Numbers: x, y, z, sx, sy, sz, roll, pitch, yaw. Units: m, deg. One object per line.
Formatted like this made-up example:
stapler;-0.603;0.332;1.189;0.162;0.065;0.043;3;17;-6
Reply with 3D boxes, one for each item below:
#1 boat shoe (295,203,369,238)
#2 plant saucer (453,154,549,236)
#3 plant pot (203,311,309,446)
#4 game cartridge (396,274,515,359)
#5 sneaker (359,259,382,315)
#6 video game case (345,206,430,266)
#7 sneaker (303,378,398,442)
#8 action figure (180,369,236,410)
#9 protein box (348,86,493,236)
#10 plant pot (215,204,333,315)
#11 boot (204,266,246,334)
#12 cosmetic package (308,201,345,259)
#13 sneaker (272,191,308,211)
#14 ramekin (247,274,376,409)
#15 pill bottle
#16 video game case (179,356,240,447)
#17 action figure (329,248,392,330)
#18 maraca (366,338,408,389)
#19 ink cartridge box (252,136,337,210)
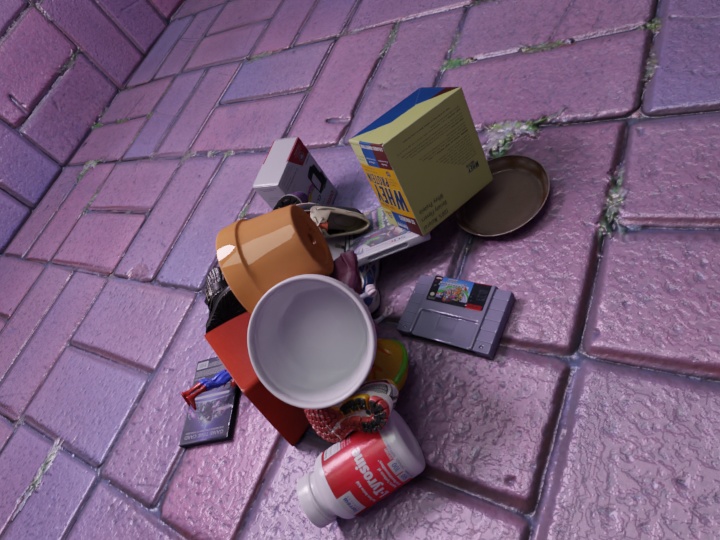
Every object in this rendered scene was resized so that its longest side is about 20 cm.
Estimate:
boat shoe;-0.076;-0.099;1.103;0.062;0.197;0.072;35;124;52
plant saucer;0.282;-0.145;1.065;0.198;0.032;0.203;-19;49;24
plant pot;-0.153;0.176;1.033;0.176;0.201;0.199;-40;43;-13
game cartridge;0.172;0.078;0.979;0.198;0.038;0.131;11;70;40
sneaker;0.000;0.000;1.124;0.075;0.077;0.202;-25;46;19
video game case;0.053;-0.090;1.133;0.179;0.024;0.201;-21;29;12
sneaker;-0.016;0.224;0.864;0.198;0.079;0.082;-18;13;40
action figure;-0.284;0.224;1.139;0.199;0.052;0.065;-37;16;-30
protein box;0.121;-0.217;1.040;0.198;0.201;0.135;-38;31;-14
plant pot;-0.140;-0.022;0.943;0.139;0.200;0.202;-30;46;15
boot;-0.320;0.047;1.275;0.211;0.079;0.160;-44;39;34
cosmetic package;-0.091;-0.056;1.170;0.111;0.082;0.202;10;43;-8
sneaker;-0.185;-0.095;1.174;0.199;0.076;0.088;-39;8;22
ramekin;-0.067;0.104;0.836;0.196;0.105;0.204;1;94;9
pill bottle;-0.002;0.325;0.861;0.199;0.112;0.113;-36;45;7
video game case;-0.330;0.286;1.188;0.141;0.019;0.203;-17;51;25
action figure;-0.026;0.061;0.953;0.147;0.135;0.202;-21;48;8
maraca;0.004;0.202;0.950;0.199;0.107;0.137;-40;25;5
ink cartridge box;-0.153;-0.199;1.291;0.082;0.200;0.148;1;59;31
